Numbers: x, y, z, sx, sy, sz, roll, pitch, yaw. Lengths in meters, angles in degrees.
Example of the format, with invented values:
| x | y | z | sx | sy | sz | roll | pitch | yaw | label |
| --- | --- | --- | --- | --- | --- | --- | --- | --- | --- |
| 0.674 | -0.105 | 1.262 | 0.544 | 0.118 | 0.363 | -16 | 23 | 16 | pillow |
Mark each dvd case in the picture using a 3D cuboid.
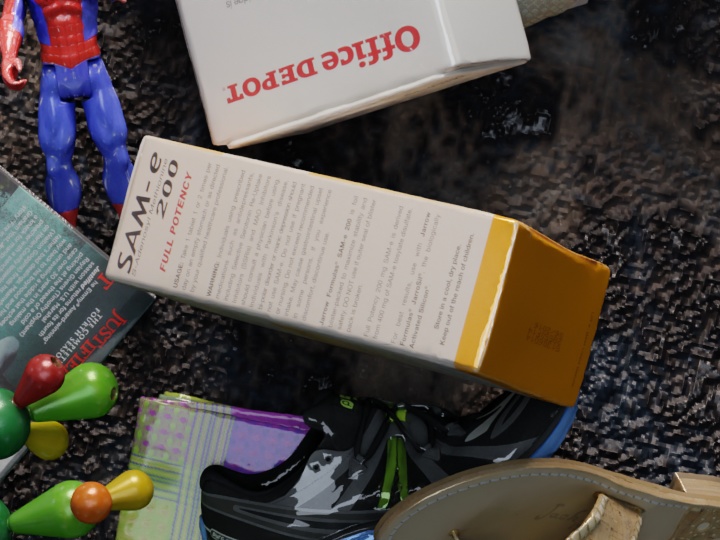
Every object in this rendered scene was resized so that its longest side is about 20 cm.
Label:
| x | y | z | sx | sy | sz | roll | pitch | yaw | label |
| --- | --- | --- | --- | --- | --- | --- | --- | --- | --- |
| -0.216 | 0.005 | 1.198 | 0.200 | 0.022 | 0.146 | 40 | 90 | -21 | dvd case |

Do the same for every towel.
| x | y | z | sx | sy | sz | roll | pitch | yaw | label |
| --- | --- | --- | --- | --- | --- | --- | --- | --- | --- |
| -0.024 | 0.146 | 1.272 | 0.199 | 0.023 | 0.144 | 10 | 89 | 1 | towel |

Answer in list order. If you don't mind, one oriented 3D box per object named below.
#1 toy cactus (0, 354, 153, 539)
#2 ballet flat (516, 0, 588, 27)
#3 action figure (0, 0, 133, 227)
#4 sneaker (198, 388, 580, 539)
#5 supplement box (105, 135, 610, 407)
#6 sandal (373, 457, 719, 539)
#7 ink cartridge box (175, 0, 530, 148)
| x | y | z | sx | sy | sz | roll | pitch | yaw | label |
| --- | --- | --- | --- | --- | --- | --- | --- | --- | --- |
| -0.198 | 0.110 | 1.167 | 0.165 | 0.102 | 0.200 | 35 | 84 | -5 | toy cactus |
| 0.133 | -0.181 | 1.263 | 0.062 | 0.067 | 0.200 | 39 | 89 | -12 | ballet flat |
| -0.136 | -0.082 | 1.217 | 0.065 | 0.099 | 0.201 | -8 | 103 | -3 | action figure |
| 0.013 | 0.090 | 1.227 | 0.199 | 0.071 | 0.083 | -22 | 94 | 2 | sneaker |
| 0.000 | 0.000 | 1.188 | 0.199 | 0.126 | 0.074 | 14 | 86 | 26 | supplement box |
| 0.111 | 0.139 | 1.198 | 0.211 | 0.078 | 0.070 | 3 | 46 | -34 | sandal |
| -0.019 | -0.174 | 1.223 | 0.145 | 0.083 | 0.201 | -15 | 89 | 31 | ink cartridge box |
